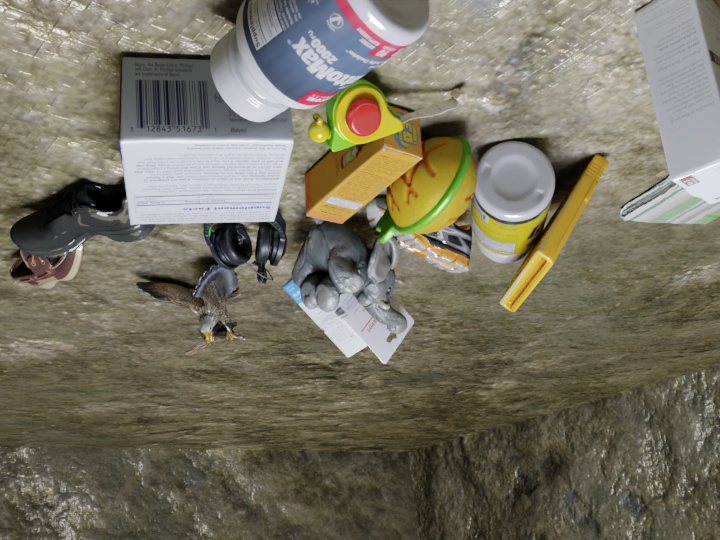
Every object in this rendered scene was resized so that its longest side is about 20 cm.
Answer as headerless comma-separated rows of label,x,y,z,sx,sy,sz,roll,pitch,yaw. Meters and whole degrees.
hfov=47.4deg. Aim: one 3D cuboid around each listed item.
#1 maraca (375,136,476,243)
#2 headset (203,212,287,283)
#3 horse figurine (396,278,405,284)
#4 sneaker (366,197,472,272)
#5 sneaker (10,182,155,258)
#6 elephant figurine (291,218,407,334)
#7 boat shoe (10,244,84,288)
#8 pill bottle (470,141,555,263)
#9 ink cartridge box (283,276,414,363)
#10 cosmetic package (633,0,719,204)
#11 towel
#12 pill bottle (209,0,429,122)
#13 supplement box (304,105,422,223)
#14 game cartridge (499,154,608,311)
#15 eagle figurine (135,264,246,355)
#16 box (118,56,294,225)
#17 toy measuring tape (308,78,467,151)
maraca,0.081,-0.105,1.090,0.106,0.139,0.199,34,151,-19
headset,-0.169,-0.050,1.265,0.120,0.096,0.202,-4,144,5
horse figurine,-0.011,0.012,1.465,0.130,0.051,0.199,18,157,-23
sneaker,0.094,-0.068,1.274,0.198,0.079,0.078,27,164,-27
sneaker,-0.381,-0.078,1.109,0.195,0.077,0.091,-14,150,-2
elephant figurine,0.000,0.000,1.265,0.197,0.142,0.157,3,126,-43
boat shoe,-0.468,-0.021,1.215,0.071,0.074,0.198,8,161,-38
pill bottle,0.215,-0.090,1.186,0.112,0.117,0.201,-8,160,3
ink cartridge box,-0.017,0.055,1.341,0.068,0.200,0.116,-33,-168,49
cosmetic package,0.356,-0.184,0.858,0.100,0.204,0.073,13,153,-43
towel,0.548,-0.118,1.356,0.196,0.031,0.149,0,161,-25
pill bottle,-0.045,-0.220,0.753,0.198,0.122,0.118,-24,154,40
supplement box,0.000,-0.133,1.066,0.068,0.068,0.199,11,154,-28
game cartridge,0.287,-0.052,1.214,0.032,0.201,0.177,34,154,8
eagle figurine,-0.278,0.057,1.443,0.151,0.150,0.202,-41,131,-19
box,-0.178,-0.141,0.936,0.180,0.107,0.201,-2,158,-14
toy measuring tape,0.030,-0.196,0.941,0.196,0.075,0.074,-21,162,-12
